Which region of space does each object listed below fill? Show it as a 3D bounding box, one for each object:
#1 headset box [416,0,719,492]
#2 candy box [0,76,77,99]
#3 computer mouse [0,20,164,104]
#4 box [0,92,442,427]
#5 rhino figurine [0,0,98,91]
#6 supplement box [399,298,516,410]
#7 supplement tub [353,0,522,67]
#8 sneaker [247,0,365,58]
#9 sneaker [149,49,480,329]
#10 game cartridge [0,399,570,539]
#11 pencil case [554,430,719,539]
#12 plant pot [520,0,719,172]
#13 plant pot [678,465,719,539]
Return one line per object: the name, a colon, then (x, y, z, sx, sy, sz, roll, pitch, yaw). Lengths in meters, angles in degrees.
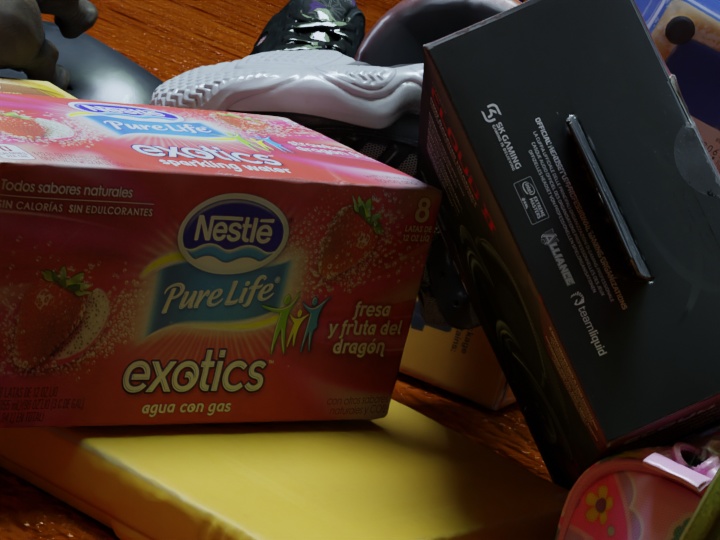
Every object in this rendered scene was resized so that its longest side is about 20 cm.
headset box: (0.083, -0.007, 0.828, 0.077, 0.149, 0.200, -24, -10, -3)
candy box: (-0.143, -0.035, 0.976, 0.116, 0.057, 0.200, 3, 16, -37)
computer mouse: (-0.168, -0.082, 1.148, 0.199, 0.053, 0.139, 22, 60, 15)
box: (-0.081, -0.005, 0.829, 0.199, 0.096, 0.100, 2, 17, -41)
rhino figurine: (-0.227, -0.092, 1.089, 0.199, 0.060, 0.087, -23, -28, 12)
supplement box: (0.000, 0.000, 1.084, 0.199, 0.067, 0.069, 21, 12, 26)
supplement tub: (0.057, -0.078, 1.131, 0.107, 0.107, 0.200, 15, 3, 8)
sneaker: (-0.033, -0.098, 1.122, 0.075, 0.088, 0.200, 18, 4, -3)
sneaker: (0.012, -0.033, 0.971, 0.199, 0.114, 0.075, -1, 12, -9)
game cartridge: (-0.042, 0.069, 0.848, 0.200, 0.033, 0.176, 26, 18, 34)
pencil case: (0.145, 0.091, 0.816, 0.087, 0.088, 0.200, 22, 15, 32)
plant pot: (0.175, -0.098, 1.309, 0.199, 0.200, 0.180, 26, 21, -19)
plant pot: (0.177, 0.111, 0.597, 0.192, 0.201, 0.200, 30, 17, 14)
